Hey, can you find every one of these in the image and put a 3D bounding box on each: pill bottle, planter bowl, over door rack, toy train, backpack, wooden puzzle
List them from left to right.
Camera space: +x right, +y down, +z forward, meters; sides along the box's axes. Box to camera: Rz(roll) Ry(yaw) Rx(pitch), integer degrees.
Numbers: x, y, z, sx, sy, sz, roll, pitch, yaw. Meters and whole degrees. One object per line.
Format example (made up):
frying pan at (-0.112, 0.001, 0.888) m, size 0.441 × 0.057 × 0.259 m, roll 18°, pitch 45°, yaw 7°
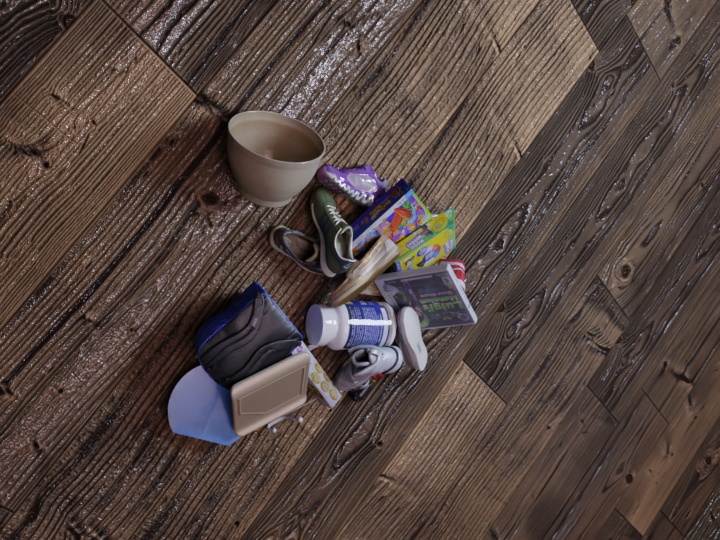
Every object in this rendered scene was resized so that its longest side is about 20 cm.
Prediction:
backpack at (-0.247, 0.147, 1.458) m, size 0.200 × 0.168 × 0.163 m, roll -42°, pitch 110°, yaw -8°
wooden puzzle at (-0.196, 0.263, 1.480) m, size 0.183 × 0.037 × 0.202 m, roll -25°, pitch 147°, yaw -23°
planter bowl at (-0.182, -0.217, 1.405) m, size 0.197 × 0.201 × 0.136 m, roll -4°, pitch 132°, yaw -29°
over door rack at (-0.153, 0.271, 1.608) m, size 0.198 × 0.066 × 0.150 m, roll -31°, pitch 117°, yaw -20°
pill bottle at (-0.023, 0.130, 1.618) m, size 0.197 × 0.115 × 0.118 m, roll 4°, pitch 101°, yaw -32°
toy train at (0.043, 0.247, 1.729) m, size 0.034 × 0.046 × 0.201 m, roll 43°, pitch 80°, yaw -31°

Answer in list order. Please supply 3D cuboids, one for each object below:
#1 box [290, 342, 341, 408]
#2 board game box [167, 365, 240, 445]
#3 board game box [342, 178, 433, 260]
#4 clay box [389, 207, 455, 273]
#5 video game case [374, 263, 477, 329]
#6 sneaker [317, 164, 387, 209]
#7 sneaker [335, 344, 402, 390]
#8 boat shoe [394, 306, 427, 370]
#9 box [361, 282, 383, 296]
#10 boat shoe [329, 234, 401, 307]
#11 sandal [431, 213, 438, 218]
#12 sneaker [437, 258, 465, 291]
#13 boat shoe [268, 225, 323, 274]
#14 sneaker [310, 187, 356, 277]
box at (-0.111, 0.235, 1.568) m, size 0.042 × 0.038 × 0.202 m, roll -49°, pitch 126°, yaw -28°
board game box at (-0.328, 0.292, 1.521) m, size 0.198 × 0.039 × 0.161 m, roll 21°, pitch 91°, yaw -28°
board game box at (0.061, -0.100, 1.590) m, size 0.200 × 0.045 × 0.134 m, roll -42°, pitch 141°, yaw 6°
clay box at (0.158, -0.057, 1.646) m, size 0.198 × 0.048 × 0.115 m, roll -34°, pitch 152°, yaw -8°
video game case at (0.154, 0.069, 1.623) m, size 0.183 × 0.197 × 0.024 m, roll 58°, pitch 38°, yaw -32°
sneaker at (-0.012, -0.206, 1.564) m, size 0.198 × 0.080 × 0.090 m, roll 23°, pitch 86°, yaw -39°
sneaker at (-0.006, 0.225, 1.609) m, size 0.114 × 0.198 × 0.076 m, roll 17°, pitch 52°, yaw -49°
boat shoe at (0.112, 0.165, 1.681) m, size 0.073 × 0.067 × 0.202 m, roll -62°, pitch 145°, yaw -33°
box at (0.055, 0.037, 1.681) m, size 0.197 × 0.039 × 0.042 m, roll 8°, pitch 117°, yaw -32°
boat shoe at (0.000, 0.000, 1.555) m, size 0.199 × 0.074 × 0.069 m, roll -41°, pitch 79°, yaw -5°
sandal at (0.129, -0.079, 1.692) m, size 0.201 × 0.050 × 0.083 m, roll -36°, pitch 118°, yaw -18°
sneaker at (0.185, 0.047, 1.692) m, size 0.071 × 0.199 × 0.114 m, roll 36°, pitch 43°, yaw -22°
boat shoe at (-0.116, -0.037, 1.549) m, size 0.198 × 0.065 × 0.074 m, roll 24°, pitch 89°, yaw -34°
sneaker at (-0.051, -0.094, 1.517) m, size 0.066 × 0.089 × 0.204 m, roll 1°, pitch 77°, yaw -45°
